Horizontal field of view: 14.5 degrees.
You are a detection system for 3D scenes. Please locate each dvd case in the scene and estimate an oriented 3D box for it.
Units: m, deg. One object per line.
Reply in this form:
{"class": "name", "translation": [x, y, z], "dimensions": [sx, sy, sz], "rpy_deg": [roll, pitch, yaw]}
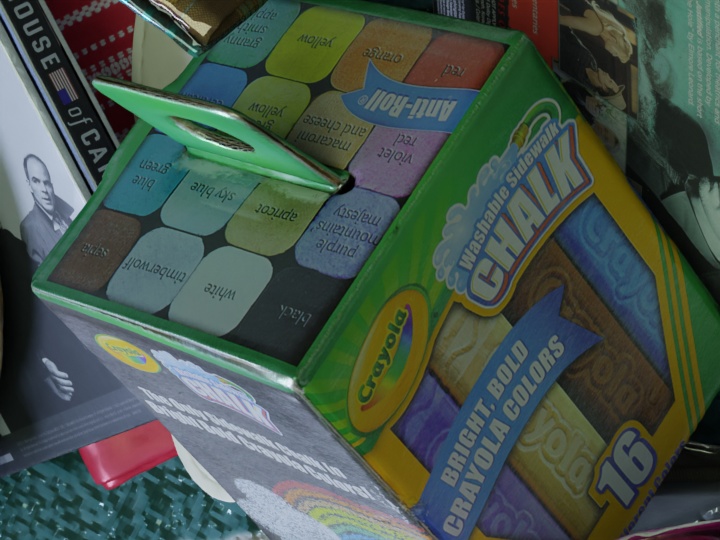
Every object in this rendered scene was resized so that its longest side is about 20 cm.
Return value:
{"class": "dvd case", "translation": [-0.132, -0.032, 0.951], "dimensions": [0.150, 0.025, 0.201], "rpy_deg": [-21, 97, 52]}
{"class": "dvd case", "translation": [0.092, -0.059, 0.850], "dimensions": [0.200, 0.022, 0.147], "rpy_deg": [39, 148, 37]}

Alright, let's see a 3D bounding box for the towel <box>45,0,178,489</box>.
{"class": "towel", "translation": [-0.075, -0.035, 0.982], "dimensions": [0.144, 0.022, 0.201], "rpy_deg": [-25, 97, 18]}

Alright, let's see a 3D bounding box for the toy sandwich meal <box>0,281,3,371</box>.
{"class": "toy sandwich meal", "translation": [-0.203, 0.002, 0.962], "dimensions": [0.204, 0.070, 0.206], "rpy_deg": [23, 131, 29]}

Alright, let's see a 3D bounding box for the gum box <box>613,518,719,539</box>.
{"class": "gum box", "translation": [0.144, 0.106, 0.782], "dimensions": [0.199, 0.114, 0.066], "rpy_deg": [-7, 70, -12]}

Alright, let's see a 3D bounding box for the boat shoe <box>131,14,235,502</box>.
{"class": "boat shoe", "translation": [-0.030, -0.027, 0.930], "dimensions": [0.072, 0.059, 0.201], "rpy_deg": [10, 107, 50]}

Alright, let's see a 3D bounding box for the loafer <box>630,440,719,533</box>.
{"class": "loafer", "translation": [0.102, 0.082, 0.945], "dimensions": [0.199, 0.070, 0.076], "rpy_deg": [6, 122, -6]}

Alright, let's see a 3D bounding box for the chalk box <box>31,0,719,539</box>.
{"class": "chalk box", "translation": [0.000, 0.000, 0.831], "dimensions": [0.124, 0.124, 0.200], "rpy_deg": [18, 155, 44]}

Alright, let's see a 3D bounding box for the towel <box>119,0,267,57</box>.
{"class": "towel", "translation": [-0.068, -0.140, 0.861], "dimensions": [0.146, 0.200, 0.022], "rpy_deg": [35, 121, 2]}
